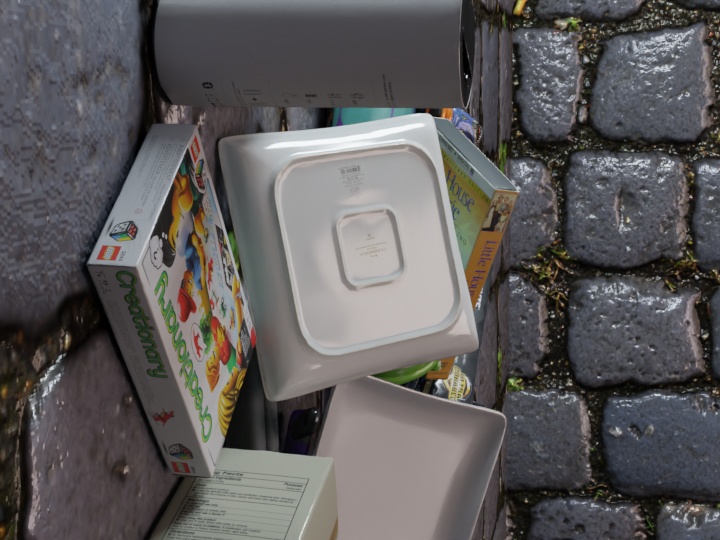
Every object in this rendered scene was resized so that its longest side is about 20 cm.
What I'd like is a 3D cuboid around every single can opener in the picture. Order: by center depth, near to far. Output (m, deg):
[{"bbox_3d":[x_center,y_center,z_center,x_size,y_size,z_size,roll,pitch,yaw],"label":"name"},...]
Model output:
[{"bbox_3d":[-0.072,0.134,0.950,0.053,0.066,0.201,-43,128,-71],"label":"can opener"}]

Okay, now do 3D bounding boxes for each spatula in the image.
[{"bbox_3d":[-0.048,0.132,1.001,0.200,0.020,0.057,114,-13,-76],"label":"spatula"}]

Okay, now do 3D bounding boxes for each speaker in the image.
[{"bbox_3d":[-0.026,-0.143,0.791,0.081,0.199,0.082,2,90,-78],"label":"speaker"}]

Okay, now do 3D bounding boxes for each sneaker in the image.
[{"bbox_3d":[0.050,-0.108,1.256,0.200,0.078,0.076,-30,-134,53],"label":"sneaker"}]

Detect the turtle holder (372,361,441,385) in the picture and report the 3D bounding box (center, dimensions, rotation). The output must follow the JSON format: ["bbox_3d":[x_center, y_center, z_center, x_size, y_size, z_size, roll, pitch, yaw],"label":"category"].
[{"bbox_3d":[0.011,0.003,1.069,0.132,0.140,0.186,102,-14,-48],"label":"turtle holder"}]

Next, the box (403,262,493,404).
[{"bbox_3d":[0.077,0.115,1.325,0.200,0.049,0.199,116,-10,-49],"label":"box"}]

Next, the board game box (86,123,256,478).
[{"bbox_3d":[-0.115,0.023,0.795,0.201,0.034,0.127,79,18,-44],"label":"board game box"}]

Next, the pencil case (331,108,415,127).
[{"bbox_3d":[0.005,-0.146,1.174,0.085,0.092,0.201,70,24,-64],"label":"pencil case"}]

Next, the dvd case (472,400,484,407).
[{"bbox_3d":[0.077,0.211,1.314,0.200,0.017,0.143,141,-29,-78],"label":"dvd case"}]

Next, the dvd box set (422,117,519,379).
[{"bbox_3d":[0.070,-0.021,1.145,0.146,0.029,0.201,55,-46,49],"label":"dvd box set"}]

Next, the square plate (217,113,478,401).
[{"bbox_3d":[0.000,-0.017,0.949,0.028,0.199,0.199,-10,-89,58],"label":"square plate"}]

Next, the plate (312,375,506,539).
[{"bbox_3d":[0.022,0.197,1.059,0.199,0.032,0.200,19,88,-36],"label":"plate"}]

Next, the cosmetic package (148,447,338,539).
[{"bbox_3d":[-0.085,0.201,0.801,0.200,0.105,0.071,-62,152,-61],"label":"cosmetic package"}]
